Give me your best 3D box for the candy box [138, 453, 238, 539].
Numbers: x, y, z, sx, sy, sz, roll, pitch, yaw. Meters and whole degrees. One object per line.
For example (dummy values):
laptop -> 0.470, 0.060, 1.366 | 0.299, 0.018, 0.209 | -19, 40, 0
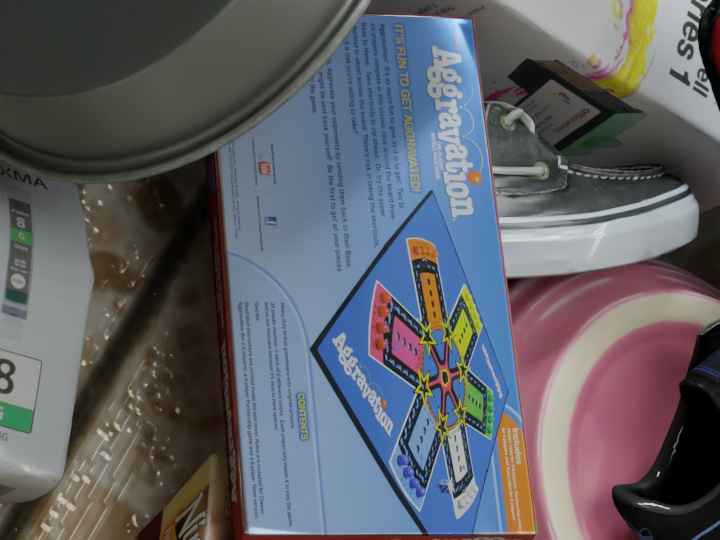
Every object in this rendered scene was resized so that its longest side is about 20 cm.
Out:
candy box -> 0.016, 0.158, 0.861 | 0.200, 0.055, 0.116 | 30, 35, -20

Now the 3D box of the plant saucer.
plant saucer -> 0.118, 0.087, 0.983 | 0.200, 0.051, 0.201 | 10, 71, -30

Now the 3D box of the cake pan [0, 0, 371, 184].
cake pan -> -0.073, -0.127, 0.820 | 0.037, 0.200, 0.201 | 34, 56, -52

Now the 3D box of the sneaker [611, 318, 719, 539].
sneaker -> 0.171, 0.029, 0.928 | 0.078, 0.070, 0.200 | 34, 85, -24

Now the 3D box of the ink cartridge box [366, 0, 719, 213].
ink cartridge box -> 0.086, -0.130, 1.007 | 0.200, 0.084, 0.145 | 30, 61, -23

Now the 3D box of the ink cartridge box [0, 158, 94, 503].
ink cartridge box -> -0.165, -0.037, 0.842 | 0.160, 0.050, 0.201 | 18, 68, -28

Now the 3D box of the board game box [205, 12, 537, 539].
board game box -> 0.000, 0.000, 0.874 | 0.103, 0.019, 0.201 | 1, 65, -14

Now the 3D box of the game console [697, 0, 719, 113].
game console -> 0.198, -0.075, 1.018 | 0.172, 0.119, 0.200 | -35, 122, -16

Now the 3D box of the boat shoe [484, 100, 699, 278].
boat shoe -> 0.043, -0.033, 0.947 | 0.199, 0.072, 0.071 | -4, 94, -29
